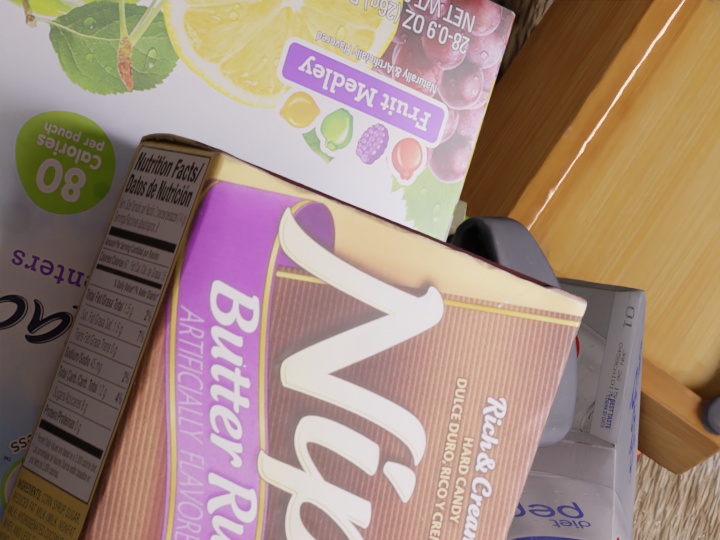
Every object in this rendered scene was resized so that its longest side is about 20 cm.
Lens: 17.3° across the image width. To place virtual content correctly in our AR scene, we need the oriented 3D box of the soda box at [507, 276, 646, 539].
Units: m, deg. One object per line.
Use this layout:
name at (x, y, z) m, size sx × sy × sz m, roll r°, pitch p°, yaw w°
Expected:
soda box at (0.071, 0.083, 0.898) m, size 0.200 × 0.063 × 0.069 m, roll 83°, pitch 18°, yaw -56°

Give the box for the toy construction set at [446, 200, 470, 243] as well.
toy construction set at (0.000, 0.000, 0.839) m, size 0.131 × 0.092 × 0.201 m, roll -77°, pitch 173°, yaw -61°

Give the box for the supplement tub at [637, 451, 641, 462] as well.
supplement tub at (0.087, 0.020, 1.027) m, size 0.107 × 0.107 × 0.201 m, roll -5°, pitch 114°, yaw -61°

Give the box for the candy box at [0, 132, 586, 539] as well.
candy box at (-0.031, 0.080, 0.599) m, size 0.116 × 0.056 × 0.201 m, roll 22°, pitch 87°, yaw -28°

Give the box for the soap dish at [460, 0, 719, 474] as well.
soap dish at (0.127, -0.039, 0.921) m, size 0.201 × 0.157 × 0.081 m, roll -56°, pitch -164°, yaw 0°

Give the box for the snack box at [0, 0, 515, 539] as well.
snack box at (-0.065, -0.006, 0.643) m, size 0.168 × 0.068 × 0.201 m, roll 20°, pitch 84°, yaw -29°

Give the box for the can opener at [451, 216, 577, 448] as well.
can opener at (0.011, -0.032, 0.753) m, size 0.067 × 0.201 × 0.053 m, roll 0°, pitch 152°, yaw -40°
